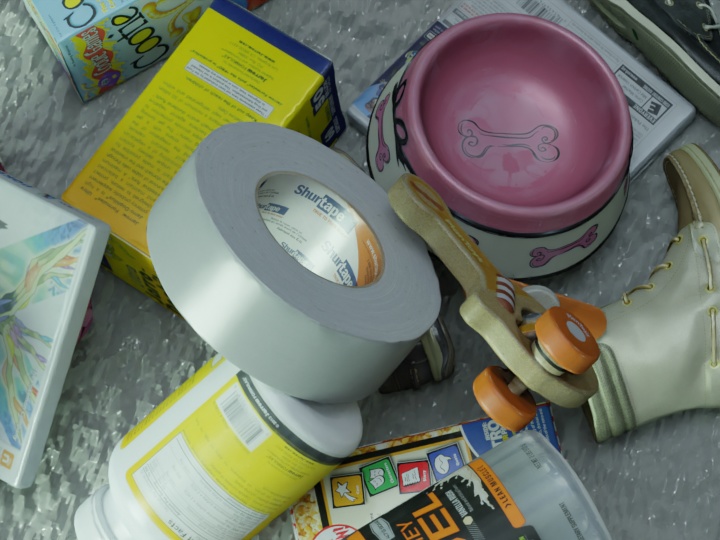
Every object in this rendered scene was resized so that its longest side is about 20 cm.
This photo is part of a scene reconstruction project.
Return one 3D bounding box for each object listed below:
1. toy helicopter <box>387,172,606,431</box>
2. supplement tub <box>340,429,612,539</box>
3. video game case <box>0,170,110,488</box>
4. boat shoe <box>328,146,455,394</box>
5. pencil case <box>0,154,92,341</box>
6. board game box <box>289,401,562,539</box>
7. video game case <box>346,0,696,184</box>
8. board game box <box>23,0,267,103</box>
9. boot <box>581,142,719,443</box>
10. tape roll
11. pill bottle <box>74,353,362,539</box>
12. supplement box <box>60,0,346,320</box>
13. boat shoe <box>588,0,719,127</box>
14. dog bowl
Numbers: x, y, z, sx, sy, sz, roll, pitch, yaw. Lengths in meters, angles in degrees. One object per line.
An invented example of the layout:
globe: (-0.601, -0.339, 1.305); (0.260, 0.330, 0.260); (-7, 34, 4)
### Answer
toy helicopter: (0.094, 0.011, 1.612); (0.079, 0.132, 0.200); (-45, 76, 23)
supplement tub: (0.062, 0.204, 1.555); (0.199, 0.123, 0.123); (-31, 68, -7)
video game case: (-0.277, 0.028, 1.689); (0.182, 0.022, 0.201); (25, 103, 30)
boat shoe: (0.000, 0.000, 1.721); (0.073, 0.075, 0.201); (-25, 66, -5)
pencil case: (-0.270, -0.018, 1.746); (0.093, 0.091, 0.200); (-32, 71, -2)
board game box: (0.055, 0.189, 1.652); (0.199, 0.046, 0.152); (-12, 67, 0)
video game case: (0.121, -0.119, 1.787); (0.200, 0.023, 0.182); (42, 77, 18)
board game box: (-0.159, -0.237, 1.817); (0.199, 0.103, 0.105); (-29, 68, -7)
boot: (0.208, 0.015, 1.697); (0.154, 0.072, 0.201); (-16, 70, 1)
tape roll: (-0.044, -0.007, 1.597); (0.201, 0.200, 0.066); (53, 124, 21)
pill bottle: (-0.102, 0.135, 1.624); (0.200, 0.112, 0.112); (-41, 67, 21)
supplement box: (-0.113, -0.081, 1.745); (0.109, 0.109, 0.200); (31, 74, 17)
boat shoe: (0.243, -0.182, 1.773); (0.068, 0.072, 0.200); (-37, 67, -6)
dog bowl: (0.108, -0.097, 1.701); (0.199, 0.074, 0.201); (5, 63, -9)
